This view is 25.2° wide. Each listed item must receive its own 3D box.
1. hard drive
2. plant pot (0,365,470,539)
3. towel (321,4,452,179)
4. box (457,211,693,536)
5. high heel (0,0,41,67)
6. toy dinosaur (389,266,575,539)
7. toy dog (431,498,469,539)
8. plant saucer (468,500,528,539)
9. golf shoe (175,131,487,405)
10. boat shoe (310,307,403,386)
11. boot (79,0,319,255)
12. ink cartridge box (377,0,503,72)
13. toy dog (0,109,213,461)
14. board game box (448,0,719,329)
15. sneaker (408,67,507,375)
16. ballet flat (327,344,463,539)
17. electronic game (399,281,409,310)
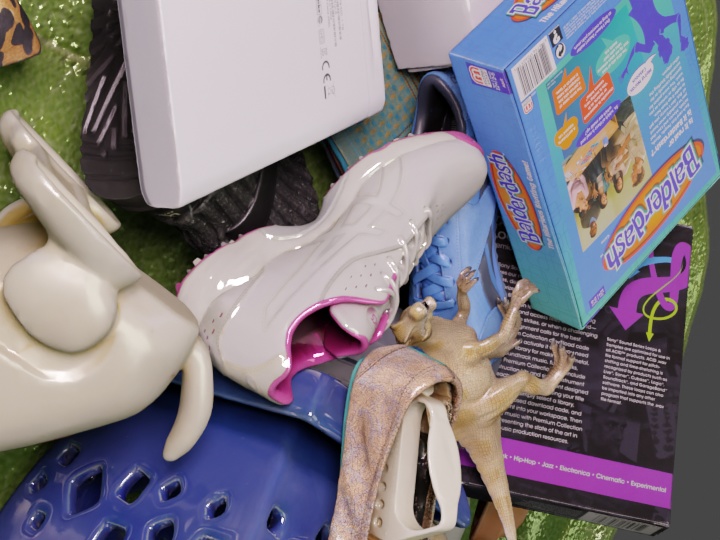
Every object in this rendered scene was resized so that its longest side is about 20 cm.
[{"bbox_3d":[-0.050,-0.123,0.817,0.200,0.026,0.133,-33,122,-55],"label":"hard drive"},{"bbox_3d":[-0.066,0.151,0.914,0.200,0.199,0.181,39,70,-45],"label":"plant pot"},{"bbox_3d":[0.050,-0.117,1.008,0.200,0.022,0.147,-44,124,-27],"label":"towel"},{"bbox_3d":[0.131,0.053,1.009,0.036,0.141,0.202,118,-16,-68],"label":"box"},{"bbox_3d":[-0.225,-0.055,0.751,0.142,0.071,0.202,19,83,-42],"label":"high heel"},{"bbox_3d":[0.067,0.066,0.914,0.101,0.058,0.201,-41,130,-18],"label":"toy dinosaur"},{"bbox_3d":[0.022,0.160,1.066,0.132,0.096,0.201,-48,165,-44],"label":"toy dog"},{"bbox_3d":[0.121,0.097,1.117,0.200,0.032,0.202,20,90,-87],"label":"plant saucer"},{"bbox_3d":[0.000,0.000,0.857,0.199,0.091,0.076,-34,145,-19],"label":"golf shoe"},{"bbox_3d":[-0.006,0.057,0.994,0.066,0.072,0.199,-41,145,18],"label":"boat shoe"},{"bbox_3d":[-0.076,-0.108,0.880,0.158,0.079,0.213,28,69,-58],"label":"boot"},{"bbox_3d":[0.069,-0.235,0.941,0.144,0.084,0.202,-28,109,-32],"label":"ink cartridge box"},{"bbox_3d":[-0.190,0.049,0.786,0.200,0.140,0.194,-41,121,-1],"label":"toy dog"},{"bbox_3d":[0.138,-0.089,0.943,0.152,0.045,0.201,-44,134,-24],"label":"board game box"},{"bbox_3d":[0.047,-0.019,0.954,0.078,0.065,0.202,11,83,-53],"label":"sneaker"},{"bbox_3d":[0.016,0.139,0.813,0.068,0.067,0.202,7,88,-51],"label":"ballet flat"},{"bbox_3d":[0.059,0.008,1.094,0.199,0.042,0.202,-18,122,-32],"label":"electronic game"}]
